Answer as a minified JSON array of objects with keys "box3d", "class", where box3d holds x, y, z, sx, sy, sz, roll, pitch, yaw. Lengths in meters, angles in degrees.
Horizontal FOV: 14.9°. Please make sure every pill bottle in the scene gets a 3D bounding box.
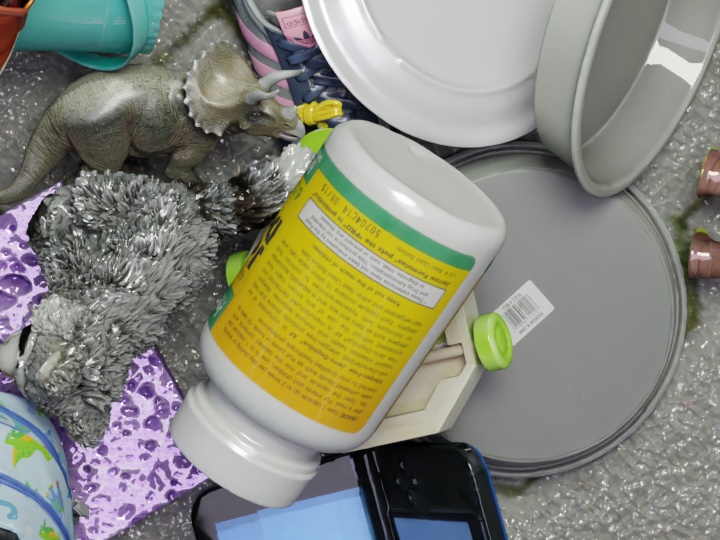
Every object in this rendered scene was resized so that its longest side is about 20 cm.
[{"box3d":[-0.018,0.028,1.509,0.113,0.113,0.200,32,106,-5],"class":"pill bottle"}]

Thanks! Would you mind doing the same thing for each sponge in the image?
[{"box3d":[-0.175,0.060,1.630,0.111,0.030,0.200,-29,95,-1],"class":"sponge"}]

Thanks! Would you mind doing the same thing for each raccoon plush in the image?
[{"box3d":[-0.113,0.008,1.522,0.200,0.134,0.097,-29,133,20],"class":"raccoon plush"}]

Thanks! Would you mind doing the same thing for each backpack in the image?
[{"box3d":[-0.229,0.158,1.552,0.163,0.200,0.154,10,65,5],"class":"backpack"}]

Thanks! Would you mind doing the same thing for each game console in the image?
[{"box3d":[0.008,0.210,1.612,0.118,0.171,0.200,-19,96,-28],"class":"game console"}]

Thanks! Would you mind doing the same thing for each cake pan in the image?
[{"box3d":[0.156,-0.140,1.564,0.037,0.200,0.201,23,93,23],"class":"cake pan"},{"box3d":[0.096,0.025,1.631,0.200,0.037,0.201,0,94,-3],"class":"cake pan"}]

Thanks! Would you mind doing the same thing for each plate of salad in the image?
[{"box3d":[0.048,-0.168,1.602,0.200,0.048,0.200,5,78,-27],"class":"plate of salad"}]

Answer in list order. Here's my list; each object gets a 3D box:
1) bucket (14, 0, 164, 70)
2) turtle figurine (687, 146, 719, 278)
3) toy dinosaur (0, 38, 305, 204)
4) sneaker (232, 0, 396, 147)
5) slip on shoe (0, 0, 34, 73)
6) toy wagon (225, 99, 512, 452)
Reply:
[{"box3d":[-0.174,-0.211,1.529,0.135,0.207,0.208,5,94,-9],"class":"bucket"},{"box3d":[0.275,-0.011,1.619,0.161,0.064,0.200,9,126,11],"class":"turtle figurine"},{"box3d":[-0.130,-0.085,1.576,0.200,0.077,0.102,-4,135,-1],"class":"toy dinosaur"},{"box3d":[-0.032,-0.125,1.598,0.070,0.082,0.200,-25,96,-1],"class":"sneaker"},{"box3d":[-0.196,-0.146,1.414,0.074,0.061,0.200,16,128,-23],"class":"slip on shoe"},{"box3d":[0.000,0.000,1.583,0.155,0.040,0.200,-14,87,23],"class":"toy wagon"}]
